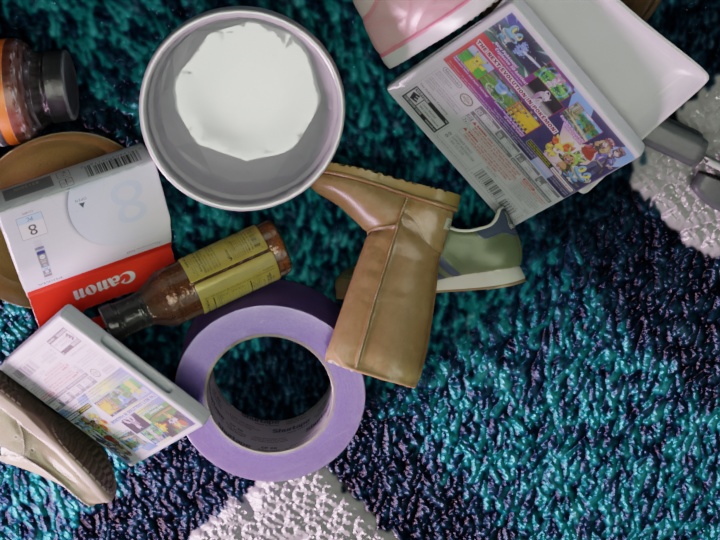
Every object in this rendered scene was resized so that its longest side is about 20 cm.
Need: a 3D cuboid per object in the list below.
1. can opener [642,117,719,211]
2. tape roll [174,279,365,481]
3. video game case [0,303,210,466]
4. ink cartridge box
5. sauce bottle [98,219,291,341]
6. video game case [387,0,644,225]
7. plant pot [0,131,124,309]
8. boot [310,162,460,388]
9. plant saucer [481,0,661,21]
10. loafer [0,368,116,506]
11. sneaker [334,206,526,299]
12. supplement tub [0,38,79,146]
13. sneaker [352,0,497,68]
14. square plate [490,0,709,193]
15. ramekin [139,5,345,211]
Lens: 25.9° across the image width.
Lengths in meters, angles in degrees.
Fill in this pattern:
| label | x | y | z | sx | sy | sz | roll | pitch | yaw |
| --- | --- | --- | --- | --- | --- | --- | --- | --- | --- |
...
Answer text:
| label | x | y | z | sx | sy | sz | roll | pitch | yaw |
| --- | --- | --- | --- | --- | --- | --- | --- | --- | --- |
| can opener | 0.328 | -0.118 | 1.601 | 0.200 | 0.053 | 0.067 | 28 | 105 | -9 |
| tape roll | -0.094 | 0.116 | 1.657 | 0.200 | 0.085 | 0.200 | -1 | 109 | -2 |
| video game case | -0.268 | 0.123 | 1.623 | 0.182 | 0.022 | 0.200 | 39 | 146 | -13 |
| ink cartridge box | -0.266 | -0.014 | 1.580 | 0.160 | 0.047 | 0.200 | -20 | 126 | -13 |
| sauce bottle | -0.170 | 0.014 | 1.606 | 0.200 | 0.066 | 0.066 | -23 | 108 | -11 |
| video game case | 0.153 | -0.153 | 1.559 | 0.182 | 0.023 | 0.200 | -30 | 109 | 41 |
| plant pot | -0.308 | -0.054 | 1.587 | 0.200 | 0.027 | 0.200 | -15 | 126 | -22 |
| boot | 0.000 | 0.000 | 1.577 | 0.175 | 0.066 | 0.200 | 16 | 89 | 20 |
| plant saucer | 0.205 | -0.295 | 1.526 | 0.200 | 0.029 | 0.200 | 1 | 123 | 1 |
| loafer | -0.348 | 0.187 | 1.686 | 0.200 | 0.076 | 0.068 | 43 | 104 | -4 |
| sneaker | 0.070 | -0.021 | 1.627 | 0.200 | 0.067 | 0.090 | -5 | 92 | 11 |
| supplement tub | -0.383 | -0.172 | 1.544 | 0.200 | 0.107 | 0.107 | -7 | 109 | 1 |
| sneaker | 0.067 | -0.276 | 1.498 | 0.200 | 0.075 | 0.105 | -24 | 101 | 47 |
| square plate | 0.207 | -0.196 | 1.533 | 0.198 | 0.028 | 0.200 | 39 | 133 | -6 |
| ramekin | -0.115 | -0.168 | 1.550 | 0.200 | 0.105 | 0.200 | 0 | 108 | -1 |
